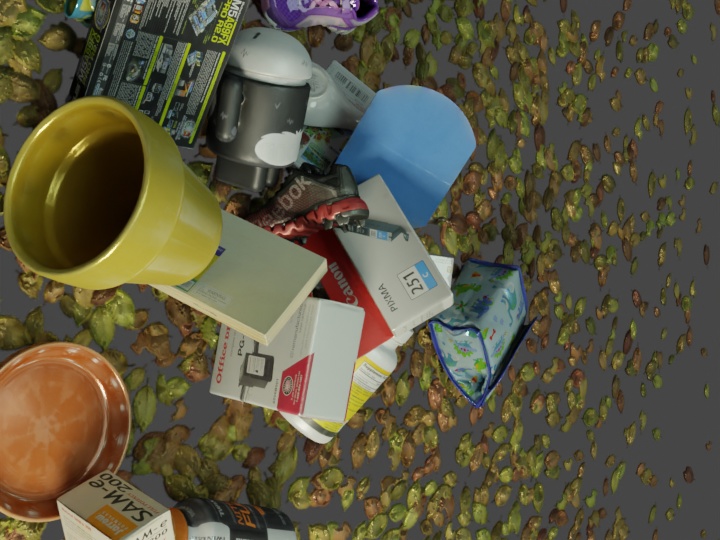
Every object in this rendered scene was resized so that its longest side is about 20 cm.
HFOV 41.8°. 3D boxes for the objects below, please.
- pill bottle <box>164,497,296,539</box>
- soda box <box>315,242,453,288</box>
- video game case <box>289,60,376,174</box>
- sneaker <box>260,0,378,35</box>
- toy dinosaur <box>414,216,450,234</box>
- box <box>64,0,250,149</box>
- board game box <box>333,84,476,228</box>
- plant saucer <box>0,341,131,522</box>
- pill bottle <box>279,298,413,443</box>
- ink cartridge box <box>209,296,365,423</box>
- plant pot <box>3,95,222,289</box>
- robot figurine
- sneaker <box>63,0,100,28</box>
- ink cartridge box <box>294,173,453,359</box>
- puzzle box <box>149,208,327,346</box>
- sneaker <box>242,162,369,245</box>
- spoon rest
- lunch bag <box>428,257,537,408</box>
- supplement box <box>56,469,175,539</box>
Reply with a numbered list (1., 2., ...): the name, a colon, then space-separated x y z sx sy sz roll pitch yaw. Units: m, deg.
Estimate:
1. pill bottle: -0.183 0.349 1.205 0.199 0.106 0.107 23 76 -45
2. soda box: 0.035 0.002 1.359 0.198 0.064 0.069 6 92 -28
3. video game case: -0.008 -0.178 1.358 0.199 0.022 0.183 38 62 -10
4. sneaker: -0.050 -0.377 1.320 0.199 0.088 0.081 -10 101 -45
5. toy dinosaur: 0.041 -0.061 1.445 0.199 0.086 0.136 29 102 -29
6. box: -0.234 -0.247 1.084 0.159 0.044 0.201 4 121 -42
7. board game box: 0.058 -0.160 1.309 0.157 0.039 0.201 29 105 -13
8. plant saucer: -0.353 0.181 1.070 0.199 0.032 0.202 -2 93 -47
9. pill bottle: -0.023 0.130 1.302 0.200 0.112 0.112 -49 131 5
10. ink cartridge box: -0.099 0.106 1.214 0.083 0.199 0.147 15 82 -42
11. plant pot: -0.258 -0.066 1.054 0.189 0.199 0.203 31 69 -60
12. robot figurine: -0.132 -0.206 1.200 0.124 0.150 0.202 5 110 -21
13. sneaker: -0.270 -0.301 1.099 0.200 0.079 0.131 50 56 -25
14. ink cartridge box: 0.000 0.000 1.248 0.175 0.201 0.045 -30 162 -2
15. puzzle box: -0.157 -0.002 1.157 0.133 0.199 0.026 -52 155 -30
16. sneaker: -0.084 -0.086 1.235 0.071 0.199 0.099 6 71 -61
17. spoon rest: -0.033 -0.234 1.325 0.198 0.061 0.100 18 66 -9
18. lunch bag: 0.216 0.111 1.613 0.170 0.127 0.201 -51 139 -34
19. supplement box: -0.267 0.347 1.078 0.073 0.125 0.202 -27 123 -42
